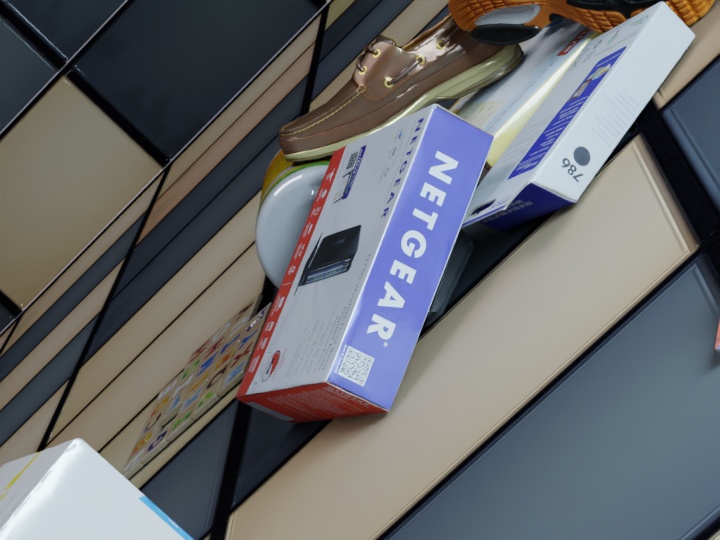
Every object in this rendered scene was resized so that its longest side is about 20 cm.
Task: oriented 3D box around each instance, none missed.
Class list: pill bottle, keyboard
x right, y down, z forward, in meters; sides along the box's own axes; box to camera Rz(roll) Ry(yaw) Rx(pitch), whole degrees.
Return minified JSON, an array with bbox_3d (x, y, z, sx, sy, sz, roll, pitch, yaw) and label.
[{"bbox_3d":[-0.026,-0.052,1.466,0.111,0.111,0.200,-44,13,12],"label":"pill bottle"},{"bbox_3d":[0.018,0.017,1.296,0.200,0.021,0.127,-29,34,53],"label":"keyboard"}]

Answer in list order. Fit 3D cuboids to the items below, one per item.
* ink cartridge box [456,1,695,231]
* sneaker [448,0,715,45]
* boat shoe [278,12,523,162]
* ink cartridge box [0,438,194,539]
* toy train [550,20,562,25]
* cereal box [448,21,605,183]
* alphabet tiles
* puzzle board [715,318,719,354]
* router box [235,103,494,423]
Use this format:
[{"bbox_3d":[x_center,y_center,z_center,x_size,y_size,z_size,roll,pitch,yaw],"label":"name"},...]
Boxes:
[{"bbox_3d":[0.136,-0.088,1.208,0.200,0.039,0.099,-50,12,-23],"label":"ink cartridge box"},{"bbox_3d":[0.159,-0.218,1.278,0.200,0.076,0.092,2,60,30],"label":"sneaker"},{"bbox_3d":[0.023,-0.147,1.392,0.200,0.068,0.072,-27,15,1],"label":"boat shoe"},{"bbox_3d":[-0.210,0.209,1.219,0.125,0.129,0.200,-53,13,-26],"label":"ink cartridge box"},{"bbox_3d":[0.187,-0.253,1.416,0.114,0.087,0.200,-11,18,32],"label":"toy train"},{"bbox_3d":[0.119,-0.127,1.383,0.144,0.040,0.200,-46,13,-7],"label":"cereal box"},{"bbox_3d":[-0.140,0.094,1.640,0.167,0.008,0.200,-42,13,23],"label":"alphabet tiles"},{"bbox_3d":[0.229,-0.056,0.843,0.151,0.017,0.200,-39,14,33],"label":"puzzle board"},{"bbox_3d":[0.000,0.000,1.231,0.179,0.049,0.200,-18,48,66],"label":"router box"}]
